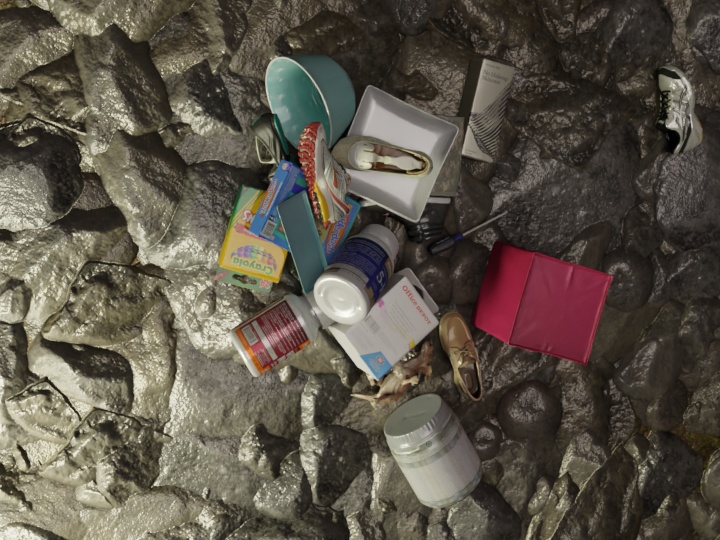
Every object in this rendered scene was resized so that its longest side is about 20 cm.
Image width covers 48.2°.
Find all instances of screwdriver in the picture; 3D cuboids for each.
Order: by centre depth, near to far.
[{"bbox_3d":[0.235,-0.083,1.734,0.198,0.029,0.028,-26,104,-5],"label":"screwdriver"}]

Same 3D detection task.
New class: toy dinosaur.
[{"bbox_3d":[0.082,0.239,1.724,0.199,0.135,0.087,-38,67,16],"label":"toy dinosaur"}]

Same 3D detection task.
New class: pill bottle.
[{"bbox_3d":[0.000,0.000,1.599,0.120,0.119,0.201,50,44,-16],"label":"pill bottle"},{"bbox_3d":[-0.155,0.117,1.620,0.198,0.109,0.111,-31,105,-8],"label":"pill bottle"}]

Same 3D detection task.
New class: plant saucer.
[{"bbox_3d":[-0.110,-0.054,1.559,0.069,0.019,0.202,-32,123,-26],"label":"plant saucer"}]

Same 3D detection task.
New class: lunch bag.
[{"bbox_3d":[0.112,-0.237,1.637,0.196,0.118,0.167,3,99,-11],"label":"lunch bag"}]

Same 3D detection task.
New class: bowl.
[{"bbox_3d":[-0.083,-0.330,1.547,0.104,0.200,0.203,-31,105,-28],"label":"bowl"}]

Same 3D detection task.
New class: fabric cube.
[{"bbox_3d":[0.380,0.065,1.710,0.197,0.199,0.199,16,93,-16],"label":"fabric cube"}]

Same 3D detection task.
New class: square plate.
[{"bbox_3d":[0.063,-0.224,1.555,0.196,0.028,0.203,24,98,-2],"label":"square plate"}]

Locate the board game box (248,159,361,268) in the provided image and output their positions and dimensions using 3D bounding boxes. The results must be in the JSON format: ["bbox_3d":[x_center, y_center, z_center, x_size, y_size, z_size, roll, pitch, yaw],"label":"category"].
[{"bbox_3d":[-0.106,-0.105,1.585,0.199,0.045,0.154,27,88,-41],"label":"board game box"}]

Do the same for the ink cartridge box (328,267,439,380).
[{"bbox_3d":[0.053,0.101,1.660,0.199,0.125,0.129,-40,107,-12],"label":"ink cartridge box"}]

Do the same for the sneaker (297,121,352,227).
[{"bbox_3d":[-0.064,-0.186,1.509,0.081,0.078,0.203,-22,126,-18],"label":"sneaker"}]

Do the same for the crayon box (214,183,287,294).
[{"bbox_3d":[-0.206,-0.059,1.612,0.125,0.051,0.203,15,95,-17],"label":"crayon box"}]

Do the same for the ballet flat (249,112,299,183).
[{"bbox_3d":[-0.160,-0.216,1.592,0.067,0.068,0.202,-18,118,12],"label":"ballet flat"}]

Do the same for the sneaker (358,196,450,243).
[{"bbox_3d":[0.092,-0.105,1.674,0.196,0.071,0.101,0,99,-15],"label":"sneaker"}]

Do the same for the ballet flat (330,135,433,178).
[{"bbox_3d":[0.041,-0.214,1.511,0.196,0.062,0.069,7,99,0],"label":"ballet flat"}]

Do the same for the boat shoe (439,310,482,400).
[{"bbox_3d":[0.227,0.186,1.756,0.070,0.064,0.203,-22,103,-11],"label":"boat shoe"}]

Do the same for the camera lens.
[{"bbox_3d":[0.157,0.388,1.717,0.159,0.160,0.202,-32,105,-8],"label":"camera lens"}]

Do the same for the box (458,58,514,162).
[{"bbox_3d":[0.254,-0.332,1.686,0.081,0.068,0.204,10,96,-17],"label":"box"}]

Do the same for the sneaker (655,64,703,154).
[{"bbox_3d":[0.698,-0.355,1.798,0.087,0.076,0.202,-27,103,-10],"label":"sneaker"}]
